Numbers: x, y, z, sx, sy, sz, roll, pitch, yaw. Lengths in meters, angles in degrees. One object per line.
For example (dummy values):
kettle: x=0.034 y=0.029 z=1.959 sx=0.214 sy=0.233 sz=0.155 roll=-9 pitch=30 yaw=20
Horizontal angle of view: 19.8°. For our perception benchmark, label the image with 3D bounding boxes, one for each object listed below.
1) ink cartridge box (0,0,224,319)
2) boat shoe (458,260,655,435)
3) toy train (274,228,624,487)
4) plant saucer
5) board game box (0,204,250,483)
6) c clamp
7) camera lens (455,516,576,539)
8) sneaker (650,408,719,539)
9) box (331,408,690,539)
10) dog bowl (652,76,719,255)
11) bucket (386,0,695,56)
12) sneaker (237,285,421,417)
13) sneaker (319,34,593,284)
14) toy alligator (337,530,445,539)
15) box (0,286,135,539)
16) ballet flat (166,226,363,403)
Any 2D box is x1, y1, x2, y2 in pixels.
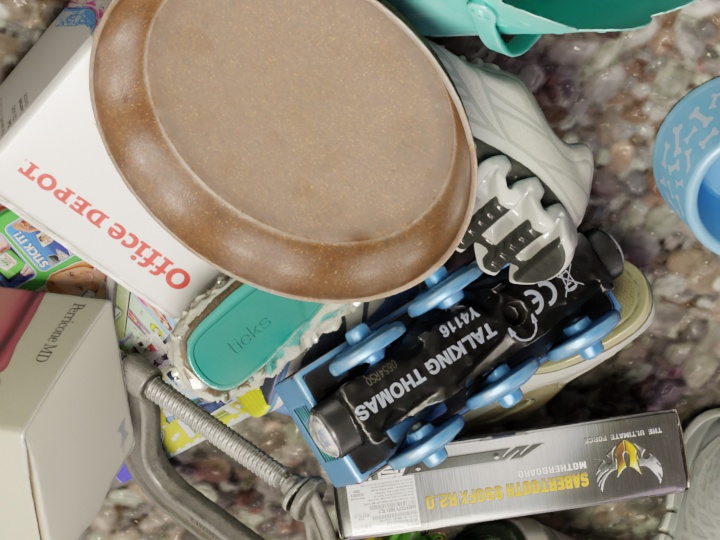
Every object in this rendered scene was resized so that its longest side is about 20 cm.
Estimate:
ink cartridge box: x=-0.086 y=-0.096 z=1.076 sx=0.145 sy=0.084 sz=0.200 roll=36 pitch=105 yaw=-26
boat shoe: x=0.089 y=0.047 z=1.221 sx=0.199 sy=0.075 sz=0.068 roll=-21 pitch=148 yaw=25
toy train: x=0.051 y=0.040 z=1.113 sx=0.200 sy=0.114 sz=0.087 roll=-33 pitch=92 yaw=-17
plant saucer: x=-0.034 y=-0.072 z=0.986 sx=0.200 sy=0.035 sz=0.201 roll=14 pitch=131 yaw=17
board game box: x=-0.143 y=0.026 z=1.211 sx=0.134 sy=0.029 sz=0.200 roll=-29 pitch=122 yaw=14
c clamp: x=-0.084 y=0.109 z=1.179 sx=0.200 sy=0.027 sz=0.171 roll=36 pitch=141 yaw=18
camera lens: x=0.135 y=0.258 z=1.316 sx=0.200 sy=0.160 sz=0.160 roll=26 pitch=120 yaw=-21
sneaker: x=0.225 y=0.171 z=1.226 sx=0.075 sy=0.201 sz=0.115 roll=21 pitch=160 yaw=-24
box: x=0.085 y=0.119 z=1.221 sx=0.199 sy=0.158 sz=0.049 roll=-8 pitch=85 yaw=1
dog bowl: x=0.264 y=-0.072 z=1.158 sx=0.199 sy=0.050 sz=0.112 roll=-24 pitch=124 yaw=13
bucket: x=0.072 y=-0.200 z=0.950 sx=0.207 sy=0.135 sz=0.208 roll=0 pitch=91 yaw=-33
sneaker: x=0.000 y=0.000 z=1.177 sx=0.082 sy=0.074 sz=0.200 roll=15 pitch=117 yaw=-33
sneaker: x=0.035 y=-0.081 z=1.028 sx=0.200 sy=0.081 sz=0.075 roll=40 pitch=146 yaw=-13
toy alligator: x=0.028 y=0.178 z=1.279 sx=0.059 sy=0.054 sz=0.200 roll=39 pitch=154 yaw=-11
box: x=-0.243 y=0.081 z=1.147 sx=0.199 sy=0.128 sz=0.109 roll=6 pitch=126 yaw=15
ballet flat: x=-0.022 y=-0.006 z=1.084 sx=0.200 sy=0.072 sz=0.072 roll=-35 pitch=125 yaw=-11
